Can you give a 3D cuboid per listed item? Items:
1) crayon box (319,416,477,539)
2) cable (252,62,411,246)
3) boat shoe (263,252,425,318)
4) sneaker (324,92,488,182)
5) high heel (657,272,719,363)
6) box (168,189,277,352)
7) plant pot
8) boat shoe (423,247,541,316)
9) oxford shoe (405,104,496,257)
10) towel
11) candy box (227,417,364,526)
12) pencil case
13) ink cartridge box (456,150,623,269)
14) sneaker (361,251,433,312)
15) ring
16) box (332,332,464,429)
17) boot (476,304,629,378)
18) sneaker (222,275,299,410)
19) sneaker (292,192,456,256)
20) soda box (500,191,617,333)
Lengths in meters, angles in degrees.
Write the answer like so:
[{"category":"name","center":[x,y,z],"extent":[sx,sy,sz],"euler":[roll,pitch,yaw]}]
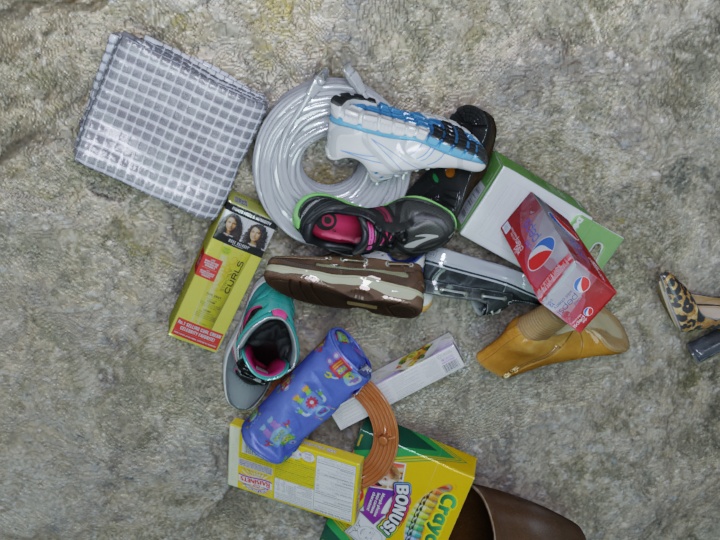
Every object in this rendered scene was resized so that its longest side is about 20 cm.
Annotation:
[{"category":"crayon box","center":[0.053,0.328,1.449],"extent":[0.170,0.058,0.203],"euler":[22,113,6]},{"category":"cable","center":[-0.036,-0.133,1.243],"extent":[0.199,0.069,0.200],"euler":[-41,116,10]},{"category":"boat shoe","center":[-0.017,0.003,1.256],"extent":[0.198,0.076,0.075],"euler":[13,156,-6]},{"category":"sneaker","center":[0.050,-0.139,1.185],"extent":[0.196,0.075,0.088],"euler":[15,119,-8]},{"category":"high heel","center":[0.486,0.035,1.377],"extent":[0.141,0.072,0.200],"euler":[-31,131,15]},{"category":"box","center":[-0.177,0.001,1.302],"extent":[0.074,0.050,0.202],"euler":[22,111,-17]},{"category":"plant pot","center":[0.227,0.409,1.485],"extent":[0.196,0.187,0.190],"euler":[8,115,-25]},{"category":"boat shoe","center":[0.163,0.024,1.327],"extent":[0.197,0.072,0.072],"euler":[16,93,-21]},{"category":"oxford shoe","center":[0.115,-0.103,1.266],"extent":[0.072,0.084,0.202],"euler":[38,107,23]},{"category":"towel","center":[-0.227,-0.169,1.198],"extent":[0.197,0.086,0.168],"euler":[22,110,-16]},{"category":"candy box","center":[-0.092,0.277,1.408],"extent":[0.196,0.026,0.104],"euler":[14,118,17]},{"category":"pencil case","center":[-0.066,0.166,1.324],"extent":[0.087,0.078,0.200],"euler":[39,108,-17]},{"category":"ink cartridge box","center":[0.228,-0.057,1.317],"extent":[0.198,0.060,0.105],"euler":[27,109,-18]},{"category":"sneaker","center":[0.000,0.000,1.321],"extent":[0.196,0.075,0.090],"euler":[4,99,-12]},{"category":"ring","center":[-0.044,0.218,1.392],"extent":[0.196,0.019,0.204],"euler":[8,113,18]},{"category":"box","center":[0.048,0.153,1.405],"extent":[0.198,0.039,0.042],"euler":[-29,113,7]},{"category":"boot","center":[0.262,0.103,1.397],"extent":[0.199,0.072,0.144],"euler":[16,138,-38]},{"category":"sneaker","center":[-0.131,0.119,1.323],"extent":[0.082,0.121,0.203],"euler":[13,113,-12]},{"category":"sneaker","center":[0.017,-0.044,1.203],"extent":[0.196,0.084,0.078],"euler":[0,118,-5]},{"category":"soda box","center":[0.227,-0.014,1.191],"extent":[0.070,0.201,0.064],"euler":[34,109,-20]}]
